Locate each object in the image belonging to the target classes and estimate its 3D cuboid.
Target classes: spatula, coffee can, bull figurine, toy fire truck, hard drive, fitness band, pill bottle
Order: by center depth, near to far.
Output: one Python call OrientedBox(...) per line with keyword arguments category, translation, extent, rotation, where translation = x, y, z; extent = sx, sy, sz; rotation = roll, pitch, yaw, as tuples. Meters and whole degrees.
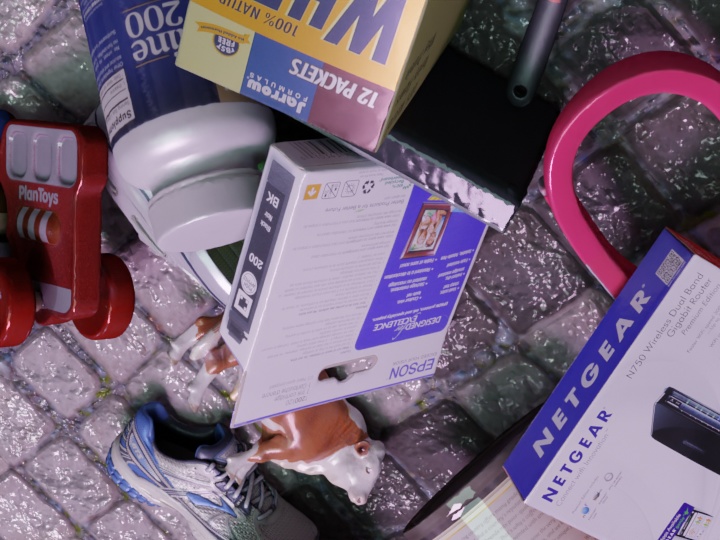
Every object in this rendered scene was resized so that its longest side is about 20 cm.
OrientedBox(category="spatula", translation=(0.132, -0.197, 0.958), extent=(0.056, 0.021, 0.202), rotation=(22, 112, 7))
OrientedBox(category="hard drive", translation=(0.028, -0.114, 0.985), extent=(0.198, 0.140, 0.033), rotation=(29, 125, 2))
OrientedBox(category="fitness band", translation=(0.202, -0.052, 0.986), extent=(0.143, 0.038, 0.200), rotation=(-33, 121, 14))
OrientedBox(category="pill bottle", translation=(-0.118, -0.121, 1.002), extent=(0.110, 0.111, 0.202), rotation=(-22, 77, 30))
OrientedBox(category="coffee can", translation=(0.149, 0.222, 1.115), extent=(0.200, 0.146, 0.146), rotation=(49, 125, 5))
OrientedBox(category="toy fire truck", translation=(-0.256, -0.036, 1.156), extent=(0.199, 0.111, 0.170), rotation=(12, 101, 48))
OrientedBox(category="bull figurine", translation=(-0.064, 0.107, 1.194), extent=(0.120, 0.065, 0.202), rotation=(-28, 102, -3))

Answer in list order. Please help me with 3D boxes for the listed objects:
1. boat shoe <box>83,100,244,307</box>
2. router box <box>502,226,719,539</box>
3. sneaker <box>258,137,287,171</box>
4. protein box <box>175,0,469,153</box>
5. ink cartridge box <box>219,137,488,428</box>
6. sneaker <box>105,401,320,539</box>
OrientedBox(category="boat shoe", translation=(-0.139, -0.044, 1.143), extent=(0.067, 0.073, 0.201), rotation=(-32, 93, 38))
OrientedBox(category="router box", translation=(0.223, 0.100, 1.014), extent=(0.178, 0.049, 0.201), rotation=(27, 104, -23))
OrientedBox(category="sneaker", translation=(-0.043, -0.063, 1.097), extent=(0.083, 0.074, 0.200), rotation=(-41, 101, 13))
OrientedBox(category="protein box", translation=(0.006, -0.220, 0.893), extent=(0.134, 0.199, 0.201), rotation=(23, 126, 6))
OrientedBox(category="ink cartridge box", translation=(0.000, 0.000, 1.028), extent=(0.043, 0.197, 0.202), rotation=(41, 126, 36))
OrientedBox(category="sneaker", translation=(-0.119, 0.179, 1.265), extent=(0.198, 0.077, 0.086), rotation=(28, 122, 2))
